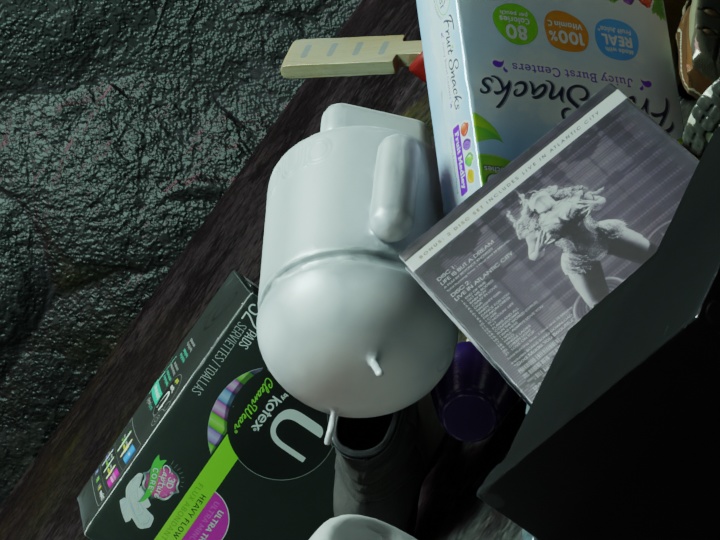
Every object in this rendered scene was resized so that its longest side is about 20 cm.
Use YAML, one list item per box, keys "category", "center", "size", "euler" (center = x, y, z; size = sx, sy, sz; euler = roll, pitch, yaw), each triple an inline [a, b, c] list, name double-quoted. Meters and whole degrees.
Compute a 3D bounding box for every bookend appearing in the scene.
- category: "bookend"
  center: [0.168, 0.018, 1.318]
  size: [0.200, 0.092, 0.199]
  euler: [-46, 12, 52]

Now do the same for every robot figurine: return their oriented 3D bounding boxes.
- category: "robot figurine"
  center: [0.000, 0.000, 1.636]
  size: [0.170, 0.112, 0.201]
  euler: [108, 168, -48]

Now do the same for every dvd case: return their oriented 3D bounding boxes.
- category: "dvd case"
  center: [0.119, -0.004, 1.478]
  size: [0.149, 0.016, 0.200]
  euler: [-39, 39, -2]

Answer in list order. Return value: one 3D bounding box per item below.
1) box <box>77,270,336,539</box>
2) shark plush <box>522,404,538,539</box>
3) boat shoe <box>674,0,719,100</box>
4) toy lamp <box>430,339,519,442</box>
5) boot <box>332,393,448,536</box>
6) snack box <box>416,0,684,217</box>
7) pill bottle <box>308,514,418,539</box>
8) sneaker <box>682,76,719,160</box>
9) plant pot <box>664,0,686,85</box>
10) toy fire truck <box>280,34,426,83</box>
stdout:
- category: "box"
  center: [-0.080, 0.127, 1.995]
  size: [0.200, 0.148, 0.124]
  euler: [-56, 11, 1]
- category: "shark plush"
  center: [0.117, 0.098, 1.487]
  size: [0.084, 0.090, 0.201]
  euler: [98, 179, -50]
- category: "boat shoe"
  center: [0.218, -0.137, 1.677]
  size: [0.074, 0.075, 0.200]
  euler: [-57, 1, 33]
- category: "toy lamp"
  center: [0.074, 0.044, 1.793]
  size: [0.058, 0.058, 0.200]
  euler: [-51, 11, 23]
- category: "boot"
  center: [0.020, 0.072, 1.766]
  size: [0.201, 0.069, 0.132]
  euler: [-85, -4, -46]
- category: "snack box"
  center: [0.109, -0.113, 1.653]
  size: [0.053, 0.142, 0.201]
  euler: [136, 133, -55]
- category: "pill bottle"
  center: [-0.032, 0.233, 1.513]
  size: [0.200, 0.114, 0.114]
  euler: [-51, 10, 23]
- category: "sneaker"
  center: [0.244, -0.101, 1.491]
  size: [0.088, 0.077, 0.200]
  euler: [-12, -35, -56]
- category: "plant pot"
  center: [0.207, -0.247, 1.824]
  size: [0.200, 0.186, 0.186]
  euler: [-41, 11, 5]
- category: "toy fire truck"
  center: [0.063, -0.144, 2.046]
  size: [0.129, 0.200, 0.176]
  euler: [-51, 11, 21]
